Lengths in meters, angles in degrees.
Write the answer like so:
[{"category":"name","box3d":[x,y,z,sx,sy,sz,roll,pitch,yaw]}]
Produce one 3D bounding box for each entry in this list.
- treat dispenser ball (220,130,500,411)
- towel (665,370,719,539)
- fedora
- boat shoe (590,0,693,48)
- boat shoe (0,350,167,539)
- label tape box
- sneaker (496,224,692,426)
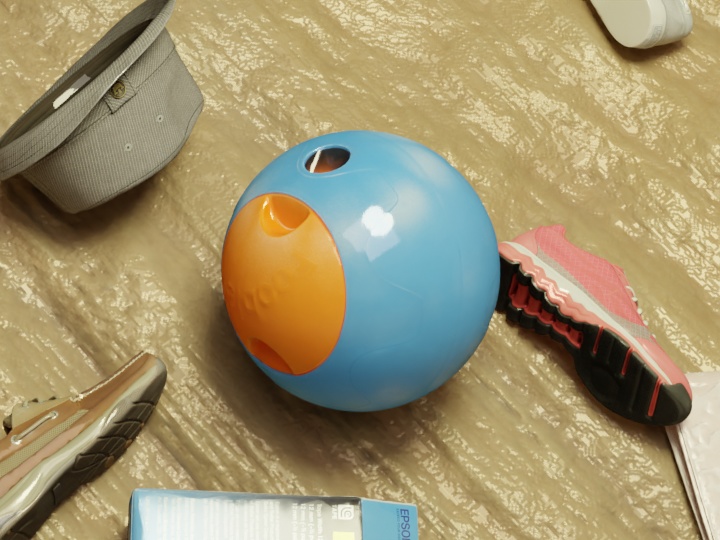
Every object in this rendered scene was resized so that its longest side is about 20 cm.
[{"category":"treat dispenser ball","box3d":[0.000,0.000,1.436,0.201,0.201,0.201,5,60,-8]},{"category":"towel","box3d":[0.340,0.156,1.510,0.200,0.032,0.191,-6,63,-13]},{"category":"fedora","box3d":[-0.184,-0.114,1.510,0.090,0.177,0.200,49,57,-16]},{"category":"boat shoe","box3d":[0.222,-0.275,1.714,0.068,0.072,0.200,-5,53,-37]},{"category":"boat shoe","box3d":[-0.218,0.118,1.404,0.072,0.076,0.200,39,60,14]},{"category":"label tape box","box3d":[-0.061,0.229,1.376,0.200,0.066,0.143,4,61,-11]},{"category":"sneaker","box3d":[0.187,0.032,1.523,0.087,0.074,0.200,-34,65,-31]}]
